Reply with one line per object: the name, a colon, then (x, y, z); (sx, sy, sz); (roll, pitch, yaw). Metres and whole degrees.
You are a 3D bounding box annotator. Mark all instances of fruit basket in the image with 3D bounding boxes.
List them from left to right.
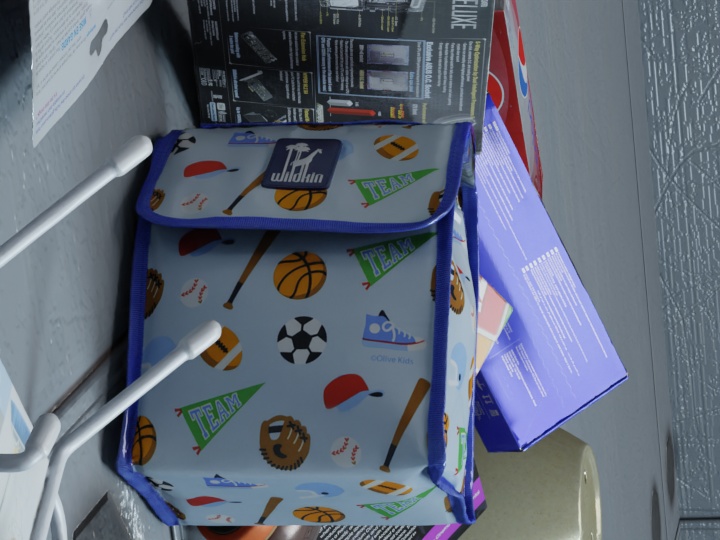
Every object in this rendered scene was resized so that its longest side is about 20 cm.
fruit basket: (-0.124, -0.181, 1.035); (0.186, 0.093, 0.202); (-66, 166, -61)

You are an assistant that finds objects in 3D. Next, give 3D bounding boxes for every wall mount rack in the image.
wall mount rack: (-0.120, 0.050, 0.977); (0.201, 0.074, 0.175); (74, 19, -45)

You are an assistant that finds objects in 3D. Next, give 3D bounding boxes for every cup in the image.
cup: (0.096, 0.178, 1.693); (0.200, 0.142, 0.202); (-2, 90, -76)

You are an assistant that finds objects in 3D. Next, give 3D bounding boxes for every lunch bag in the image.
lunch bag: (-0.027, 0.017, 1.176); (0.124, 0.168, 0.202); (68, 25, -65)

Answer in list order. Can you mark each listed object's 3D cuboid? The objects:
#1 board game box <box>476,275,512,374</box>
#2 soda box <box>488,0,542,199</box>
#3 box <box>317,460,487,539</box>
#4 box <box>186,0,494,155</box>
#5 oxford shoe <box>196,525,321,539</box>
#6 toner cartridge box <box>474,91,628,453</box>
board game box: (0.000, 0.000, 1.336); (0.200, 0.030, 0.096); (43, 66, -27)
soda box: (0.074, -0.107, 1.511); (0.201, 0.069, 0.064); (77, 13, -45)
box: (0.006, 0.118, 1.423); (0.143, 0.036, 0.201); (-44, 139, -29)
box: (-0.009, -0.133, 1.214); (0.200, 0.156, 0.050); (88, 6, -63)
oxford shoe: (-0.024, 0.062, 1.274); (0.072, 0.071, 0.201); (32, 78, -44)
toner cartridge box: (0.078, 0.002, 1.444); (0.095, 0.043, 0.201); (-31, 98, -28)
